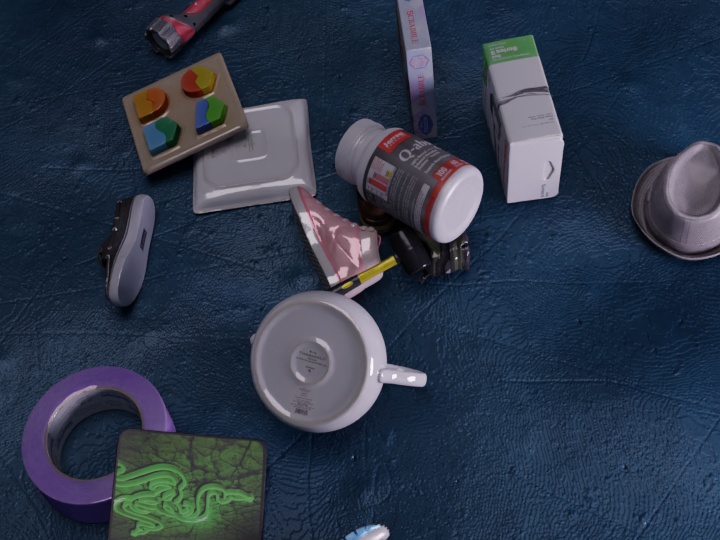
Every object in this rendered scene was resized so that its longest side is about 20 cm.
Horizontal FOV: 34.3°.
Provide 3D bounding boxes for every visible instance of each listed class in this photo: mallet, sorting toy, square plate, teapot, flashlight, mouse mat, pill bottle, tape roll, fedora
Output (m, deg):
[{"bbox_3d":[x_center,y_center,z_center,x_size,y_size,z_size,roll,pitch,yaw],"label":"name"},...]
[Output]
[{"bbox_3d":[0.000,0.000,1.638,0.197,0.041,0.067,-21,83,-10],"label":"mallet"},{"bbox_3d":[-0.288,-0.260,1.881,0.183,0.037,0.202,-25,51,1],"label":"sorting toy"},{"bbox_3d":[-0.174,-0.189,1.851,0.195,0.029,0.203,-8,56,1],"label":"square plate"},{"bbox_3d":[-0.042,0.121,1.568,0.196,0.146,0.201,-36,79,13],"label":"teapot"},{"bbox_3d":[-0.287,-0.454,2.016,0.067,0.068,0.201,27,65,25],"label":"flashlight"},{"bbox_3d":[-0.221,0.289,1.504,0.196,0.008,0.163,6,66,-11],"label":"mouse mat"},{"bbox_3d":[0.066,-0.132,1.651,0.199,0.117,0.116,31,65,28],"label":"pill bottle"},{"bbox_3d":[-0.351,0.233,1.572,0.196,0.066,0.203,-3,56,5],"label":"tape roll"},{"bbox_3d":[0.484,-0.116,1.685,0.175,0.091,0.201,21,61,19],"label":"fedora"}]

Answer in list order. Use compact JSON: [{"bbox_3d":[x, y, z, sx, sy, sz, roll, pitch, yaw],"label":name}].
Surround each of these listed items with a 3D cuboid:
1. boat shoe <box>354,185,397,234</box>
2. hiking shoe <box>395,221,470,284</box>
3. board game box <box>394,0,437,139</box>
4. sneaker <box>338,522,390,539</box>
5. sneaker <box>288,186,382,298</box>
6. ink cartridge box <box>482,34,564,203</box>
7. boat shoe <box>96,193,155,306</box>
[{"bbox_3d":[0.019,-0.154,1.779,0.071,0.068,0.203,-9,56,1],"label":"boat shoe"},{"bbox_3d":[0.087,-0.077,1.716,0.099,0.076,0.202,-18,57,-9],"label":"hiking shoe"},{"bbox_3d":[0.084,-0.346,1.820,0.040,0.201,0.202,-8,55,1],"label":"board game box"},{"bbox_3d":[-0.033,0.394,1.433,0.199,0.075,0.087,-38,71,-12],"label":"sneaker"},{"bbox_3d":[-0.031,-0.051,1.716,0.103,0.076,0.202,-22,61,-9],"label":"sneaker"},{"bbox_3d":[0.241,-0.226,1.753,0.083,0.147,0.202,-9,56,0],"label":"ink cartridge box"},{"bbox_3d":[-0.360,-0.031,1.747,0.065,0.070,0.203,-4,55,13],"label":"boat shoe"}]
